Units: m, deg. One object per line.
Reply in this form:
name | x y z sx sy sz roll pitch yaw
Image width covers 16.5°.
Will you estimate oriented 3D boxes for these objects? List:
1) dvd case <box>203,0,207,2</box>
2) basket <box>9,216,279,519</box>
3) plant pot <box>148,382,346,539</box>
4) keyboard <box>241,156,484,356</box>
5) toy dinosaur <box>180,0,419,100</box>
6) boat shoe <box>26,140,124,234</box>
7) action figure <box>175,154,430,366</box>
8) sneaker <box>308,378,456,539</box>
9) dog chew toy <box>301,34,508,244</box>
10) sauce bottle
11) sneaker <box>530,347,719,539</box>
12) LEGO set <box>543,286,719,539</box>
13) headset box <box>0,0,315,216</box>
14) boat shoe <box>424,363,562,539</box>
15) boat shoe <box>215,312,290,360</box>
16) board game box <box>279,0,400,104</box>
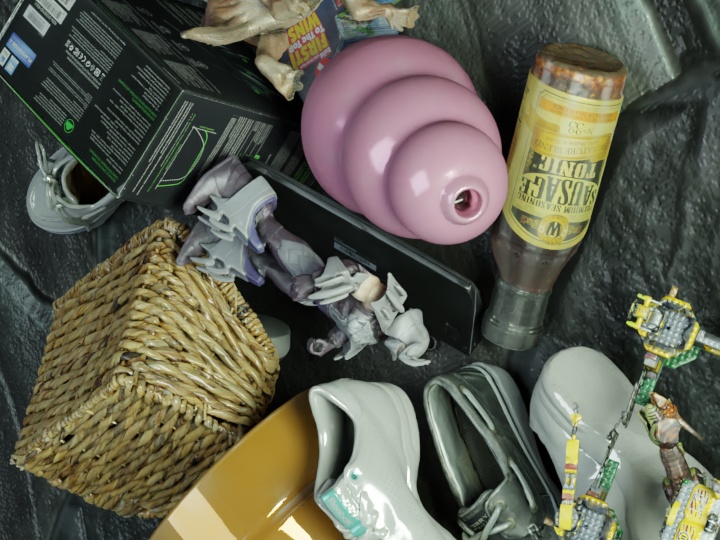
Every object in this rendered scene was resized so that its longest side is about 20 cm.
dvd case | -0.151 -0.289 1.785 0.199 0.025 0.152 28 123 39
basket | -0.143 0.077 1.811 0.200 0.142 0.150 -36 34 50
plant pot | -0.027 0.213 1.733 0.183 0.200 0.201 45 127 13
keyboard | 0.000 0.000 1.725 0.199 0.021 0.128 31 147 19
toy dinosaur | -0.055 -0.193 1.629 0.135 0.199 0.086 36 150 36
boat shoe | -0.219 -0.071 1.947 0.201 0.086 0.075 -15 85 46
action figure | -0.031 0.010 1.682 0.199 0.069 0.130 34 156 19
sneaker | 0.009 0.165 1.616 0.075 0.088 0.201 -33 63 28
dog chew toy | 0.036 -0.077 1.623 0.200 0.123 0.126 -129 46 -61
sauce bottle | 0.122 -0.045 1.614 0.066 0.066 0.202 30 119 39
sneaker | 0.174 0.149 1.586 0.201 0.075 0.089 59 149 24
LEGO set | 0.195 0.104 1.463 0.153 0.116 0.201 30 85 17
headset box | -0.135 -0.122 1.779 0.174 0.199 0.093 44 109 31
boat shoe | 0.093 0.159 1.654 0.072 0.071 0.201 -42 64 40
boat shoe | -0.119 0.064 1.882 0.199 0.070 0.064 6 101 53
board game box | -0.015 -0.222 1.729 0.199 0.061 0.201 -28 78 44
